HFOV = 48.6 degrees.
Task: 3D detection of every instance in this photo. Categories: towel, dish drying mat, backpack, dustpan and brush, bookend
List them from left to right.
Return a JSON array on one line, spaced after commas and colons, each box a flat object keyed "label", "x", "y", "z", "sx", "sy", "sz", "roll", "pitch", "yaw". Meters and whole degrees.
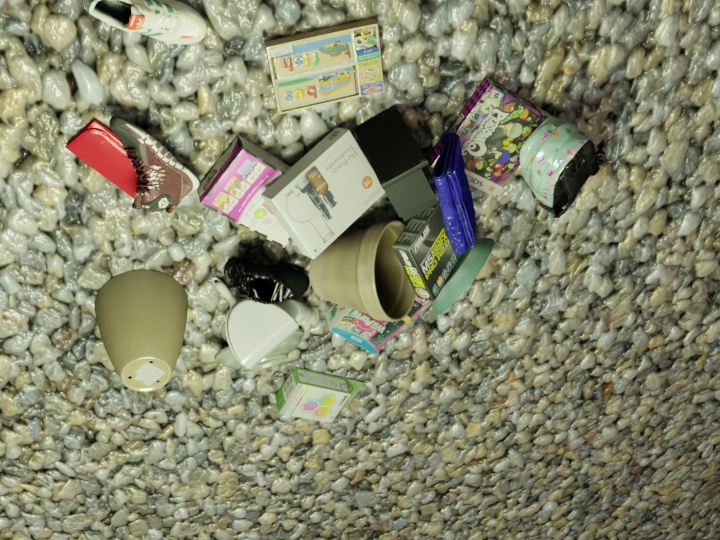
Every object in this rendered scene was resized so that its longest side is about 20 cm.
[{"label": "dish drying mat", "x": -0.421, "y": -0.183, "z": 1.426, "sx": 0.077, "sy": 0.018, "sz": 0.200, "roll": -37, "pitch": 130, "yaw": 15}, {"label": "dustpan and brush", "x": -0.236, "y": 0.085, "z": 1.608, "sx": 0.139, "sy": 0.200, "sz": 0.057, "roll": -40, "pitch": 175, "yaw": -11}, {"label": "bookend", "x": 0.090, "y": -0.167, "z": 1.488, "sx": 0.092, "sy": 0.200, "sz": 0.199, "roll": -28, "pitch": 131, "yaw": 6}, {"label": "towel", "x": 0.187, "y": -0.148, "z": 1.523, "sx": 0.049, "sy": 0.148, "sz": 0.201, "roll": -2, "pitch": 135, "yaw": 20}, {"label": "backpack", "x": 0.389, "y": -0.210, "z": 1.565, "sx": 0.167, "sy": 0.126, "sz": 0.200, "roll": -56, "pitch": 160, "yaw": -1}]

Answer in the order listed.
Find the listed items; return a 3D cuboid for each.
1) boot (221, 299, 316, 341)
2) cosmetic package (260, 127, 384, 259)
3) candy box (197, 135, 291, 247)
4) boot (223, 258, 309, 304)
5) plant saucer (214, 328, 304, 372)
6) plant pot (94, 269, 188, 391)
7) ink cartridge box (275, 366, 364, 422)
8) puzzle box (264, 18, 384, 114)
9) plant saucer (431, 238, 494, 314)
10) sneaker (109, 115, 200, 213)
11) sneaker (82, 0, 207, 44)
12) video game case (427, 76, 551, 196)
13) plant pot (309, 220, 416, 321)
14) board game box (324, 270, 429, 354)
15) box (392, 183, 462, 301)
[{"label": "boot", "x": -0.193, "y": 0.119, "z": 1.719, "sx": 0.199, "sy": 0.074, "sz": 0.096, "roll": -16, "pitch": 160, "yaw": 19}, {"label": "cosmetic package", "x": -0.065, "y": -0.144, "z": 1.487, "sx": 0.200, "sy": 0.052, "sz": 0.151, "roll": -44, "pitch": 125, "yaw": -15}, {"label": "candy box", "x": -0.186, "y": -0.146, "z": 1.505, "sx": 0.200, "sy": 0.061, "sz": 0.136, "roll": 30, "pitch": 113, "yaw": -35}, {"label": "boot", "x": -0.172, "y": 0.027, "z": 1.582, "sx": 0.197, "sy": 0.162, "sz": 0.074, "roll": 14, "pitch": 95, "yaw": -25}, {"label": "plant saucer", "x": -0.210, "y": 0.178, "z": 1.708, "sx": 0.199, "sy": 0.050, "sz": 0.200, "roll": -18, "pitch": 167, "yaw": -4}, {"label": "plant pot", "x": -0.424, "y": 0.133, "z": 1.567, "sx": 0.186, "sy": 0.200, "sz": 0.188, "roll": -10, "pitch": 131, "yaw": -11}, {"label": "ink cartridge box", "x": -0.091, "y": 0.304, "z": 1.913, "sx": 0.199, "sy": 0.059, "sz": 0.104, "roll": 17, "pitch": 122, "yaw": -29}, {"label": "puzzle box", "x": -0.061, "y": -0.355, "z": 1.398, "sx": 0.199, "sy": 0.025, "sz": 0.133, "roll": -15, "pitch": 132, "yaw": -7}, {"label": "plant saucer", "x": 0.207, "y": 0.003, "z": 1.695, "sx": 0.036, "sy": 0.200, "sz": 0.200, "roll": 37, "pitch": 114, "yaw": -6}, {"label": "sneaker", "x": -0.378, "y": -0.169, "z": 1.387, "sx": 0.200, "sy": 0.076, "sz": 0.116, "roll": 43, "pitch": 78, "yaw": -39}, {"label": "sneaker", "x": -0.333, "y": -0.387, "z": 1.234, "sx": 0.199, "sy": 0.094, "sz": 0.070, "roll": 15, "pitch": 123, "yaw": -28}, {"label": "video game case", "x": 0.257, "y": -0.258, "z": 1.577, "sx": 0.181, "sy": 0.036, "sz": 0.200, "roll": 20, "pitch": 120, "yaw": -32}, {"label": "plant pot", "x": 0.000, "y": 0.000, "z": 1.603, "sx": 0.173, "sy": 0.201, "sz": 0.200, "roll": 1, "pitch": 140, "yaw": 30}, {"label": "board game box", "x": 0.042, "y": 0.078, "z": 1.768, "sx": 0.147, "sy": 0.064, "sz": 0.200, "roll": 31, "pitch": 115, "yaw": -35}, {"label": "box", "x": 0.153, "y": -0.064, "z": 1.618, "sx": 0.200, "sy": 0.044, "sz": 0.161, "roll": -56, "pitch": 139, "yaw": -27}]
